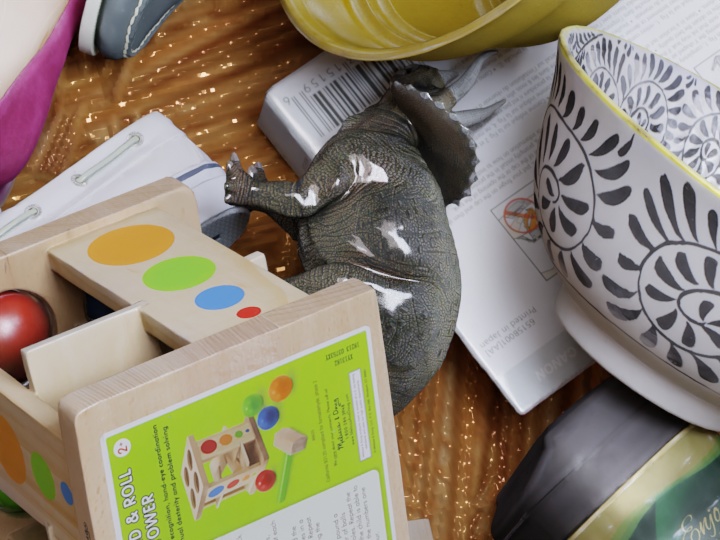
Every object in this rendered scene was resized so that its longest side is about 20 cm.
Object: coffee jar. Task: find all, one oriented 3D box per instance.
[{"bbox_3d":[0.142,0.135,1.175,0.085,0.104,0.200,-40,82,-23],"label":"coffee jar"}]

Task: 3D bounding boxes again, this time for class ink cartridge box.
[{"bbox_3d":[0.087,-0.056,1.261,0.200,0.044,0.174,-35,80,-16],"label":"ink cartridge box"}]

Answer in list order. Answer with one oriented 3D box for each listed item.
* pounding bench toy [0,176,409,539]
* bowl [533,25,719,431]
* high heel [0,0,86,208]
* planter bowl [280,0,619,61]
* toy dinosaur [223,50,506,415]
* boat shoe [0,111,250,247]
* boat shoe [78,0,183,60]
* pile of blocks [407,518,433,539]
[{"bbox_3d":[-0.076,0.090,1.122,0.124,0.156,0.200,-23,120,-27],"label":"pounding bench toy"},{"bbox_3d":[0.135,-0.001,1.154,0.201,0.201,0.094,36,106,5],"label":"bowl"},{"bbox_3d":[-0.144,-0.125,1.226,0.067,0.096,0.200,16,72,-1],"label":"high heel"},{"bbox_3d":[0.065,-0.153,1.202,0.083,0.200,0.201,35,66,-38],"label":"planter bowl"},{"bbox_3d":[0.000,0.000,1.175,0.102,0.077,0.200,1,74,8],"label":"toy dinosaur"},{"bbox_3d":[-0.140,0.006,1.206,0.200,0.074,0.067,-32,70,-26],"label":"boat shoe"},{"bbox_3d":[-0.049,-0.162,1.263,0.062,0.073,0.200,30,67,7],"label":"boat shoe"},{"bbox_3d":[0.010,0.199,1.151,0.062,0.082,0.200,-6,74,-8],"label":"pile of blocks"}]
